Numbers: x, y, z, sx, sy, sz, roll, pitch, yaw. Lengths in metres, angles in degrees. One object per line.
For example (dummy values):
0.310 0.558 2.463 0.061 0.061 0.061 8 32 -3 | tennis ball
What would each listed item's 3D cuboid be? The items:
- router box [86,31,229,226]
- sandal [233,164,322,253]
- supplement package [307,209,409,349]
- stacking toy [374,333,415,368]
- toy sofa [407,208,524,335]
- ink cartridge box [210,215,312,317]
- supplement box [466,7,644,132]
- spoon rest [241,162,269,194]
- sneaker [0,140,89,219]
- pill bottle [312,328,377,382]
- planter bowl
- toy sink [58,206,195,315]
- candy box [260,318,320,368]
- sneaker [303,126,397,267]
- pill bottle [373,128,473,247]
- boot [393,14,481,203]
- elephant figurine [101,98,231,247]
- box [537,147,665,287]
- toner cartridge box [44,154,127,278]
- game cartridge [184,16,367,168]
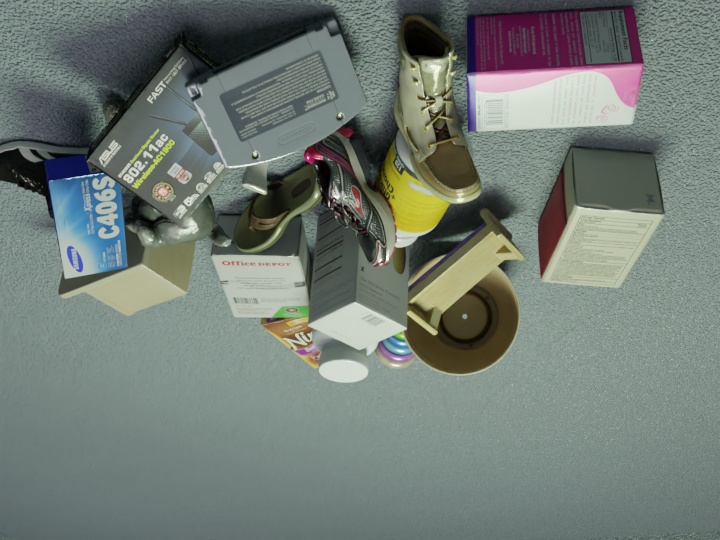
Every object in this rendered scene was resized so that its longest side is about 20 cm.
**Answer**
-0.231 -0.178 1.130 0.150 0.062 0.200 36 106 -25 | router box
-0.133 -0.100 1.328 0.057 0.080 0.201 4 147 -48 | sandal
0.000 0.000 1.362 0.114 0.201 0.109 28 141 -35 | supplement package
0.085 0.099 1.630 0.085 0.086 0.200 8 143 -8 | stacking toy
0.146 -0.005 1.375 0.200 0.098 0.083 -41 132 13 | toy sofa
-0.158 -0.004 1.479 0.145 0.084 0.200 1 148 4 | ink cartridge box
0.228 -0.240 1.056 0.199 0.104 0.101 0 147 8 | supplement box
-0.104 -0.195 1.214 0.099 0.061 0.200 20 131 -27 | spoon rest
-0.466 -0.126 1.289 0.199 0.112 0.073 0 147 5 | sneaker
-0.024 0.079 1.474 0.111 0.201 0.112 2 147 1 | pill bottle
0.175 0.078 1.502 0.199 0.201 0.135 -4 173 12 | planter bowl
-0.379 -0.012 1.445 0.199 0.131 0.112 -18 142 29 | toy sink
-0.089 0.117 1.691 0.116 0.057 0.200 -14 143 26 | candy box
-0.015 -0.095 1.224 0.075 0.201 0.081 -29 -171 -30 | sneaker
0.077 -0.119 1.250 0.111 0.112 0.200 11 147 -12 | pill bottle
0.092 -0.194 1.060 0.072 0.201 0.155 -17 147 -10 | boot
-0.275 -0.136 1.256 0.155 0.142 0.201 -14 139 -28 | elephant figurine
0.348 -0.074 1.299 0.127 0.109 0.200 5 147 -2 | box
-0.388 -0.076 1.253 0.095 0.043 0.200 -11 142 -19 | toner cartridge box
-0.099 -0.211 1.086 0.199 0.042 0.134 -24 123 -2 | game cartridge
